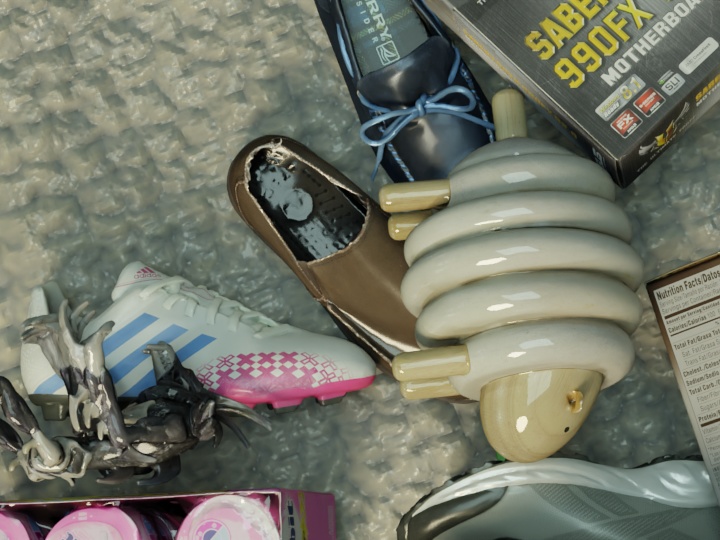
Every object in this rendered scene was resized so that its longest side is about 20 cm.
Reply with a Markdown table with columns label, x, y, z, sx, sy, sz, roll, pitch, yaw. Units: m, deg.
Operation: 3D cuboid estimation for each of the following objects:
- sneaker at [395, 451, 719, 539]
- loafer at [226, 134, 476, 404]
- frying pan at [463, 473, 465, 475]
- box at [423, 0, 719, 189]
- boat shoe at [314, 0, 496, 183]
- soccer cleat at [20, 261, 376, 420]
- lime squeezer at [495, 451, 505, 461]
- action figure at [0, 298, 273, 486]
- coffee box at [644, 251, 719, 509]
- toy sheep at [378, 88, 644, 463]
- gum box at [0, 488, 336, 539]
| label | x | y | z | sx | sy | sz | roll | pitch | yaw |
| --- | --- | --- | --- | --- | --- | --- | --- | --- | --- |
| sneaker | 0.119 | 0.141 | 1.202 | 0.200 | 0.074 | 0.079 | 1 | 67 | -6 |
| loafer | 0.000 | 0.000 | 1.257 | 0.200 | 0.071 | 0.073 | 38 | 89 | 9 |
| frying pan | 0.002 | 0.201 | 1.254 | 0.115 | 0.031 | 0.190 | 2 | 68 | 15 |
| box | 0.154 | -0.167 | 1.215 | 0.200 | 0.048 | 0.158 | -42 | 70 | -5 |
| boat shoe | 0.019 | -0.105 | 1.268 | 0.084 | 0.069 | 0.200 | -34 | 81 | 2 |
| soccer cleat | -0.092 | 0.037 | 1.263 | 0.200 | 0.070 | 0.086 | -3 | 91 | 8 |
| lime squeezer | 0.079 | 0.199 | 1.242 | 0.071 | 0.038 | 0.200 | 15 | 86 | 9 |
| action figure | -0.148 | 0.066 | 1.179 | 0.200 | 0.119 | 0.102 | -7 | 81 | -26 |
| coffee box | 0.237 | 0.083 | 1.188 | 0.080 | 0.114 | 0.200 | -24 | 79 | 37 |
| toy sheep | 0.080 | 0.000 | 1.181 | 0.138 | 0.138 | 0.200 | -6 | 77 | 6 |
| gum box | -0.122 | 0.153 | 1.224 | 0.200 | 0.113 | 0.066 | -4 | 83 | 14 |
